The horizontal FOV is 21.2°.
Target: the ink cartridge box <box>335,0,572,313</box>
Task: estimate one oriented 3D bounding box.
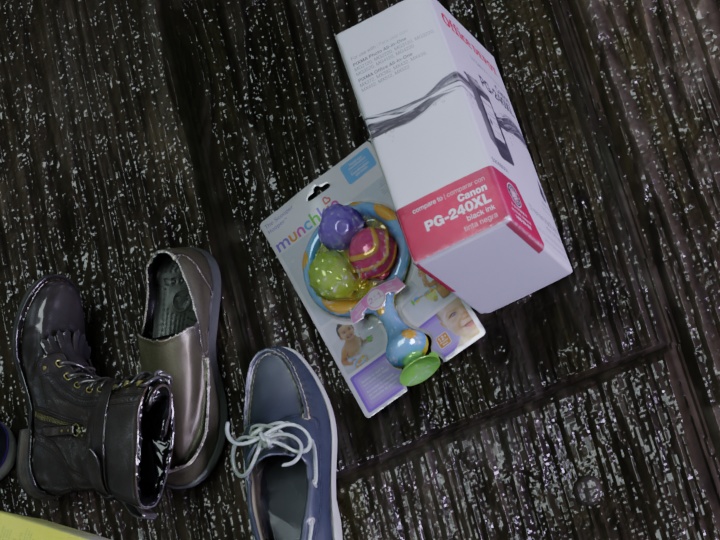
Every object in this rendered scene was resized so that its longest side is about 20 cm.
[{"bbox_3d":[0.070,-0.088,1.433,0.083,0.145,0.202,-25,66,17],"label":"ink cartridge box"}]

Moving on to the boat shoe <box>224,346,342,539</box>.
[{"bbox_3d":[-0.061,0.150,1.471,0.074,0.062,0.202,-13,69,23],"label":"boat shoe"}]

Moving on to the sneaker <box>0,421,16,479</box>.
[{"bbox_3d":[-0.392,0.169,1.570,0.199,0.146,0.081,-33,64,12],"label":"sneaker"}]

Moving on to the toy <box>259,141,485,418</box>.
[{"bbox_3d":[0.000,0.000,1.495,0.115,0.047,0.201,-36,64,9],"label":"toy"}]

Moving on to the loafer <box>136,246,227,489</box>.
[{"bbox_3d":[-0.152,0.073,1.531,0.074,0.070,0.202,-11,70,21],"label":"loafer"}]

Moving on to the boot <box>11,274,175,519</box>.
[{"bbox_3d":[-0.202,0.096,1.516,0.173,0.069,0.203,-10,79,48],"label":"boot"}]

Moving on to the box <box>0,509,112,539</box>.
[{"bbox_3d":[-0.206,0.235,1.507,0.198,0.075,0.051,11,82,26],"label":"box"}]
